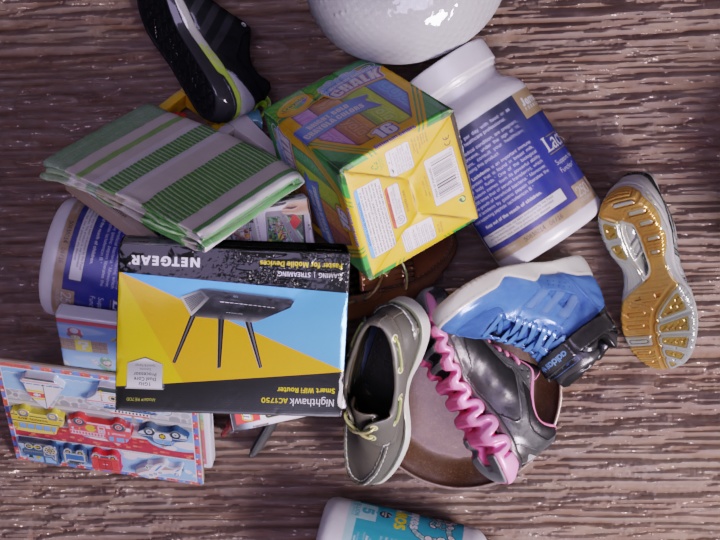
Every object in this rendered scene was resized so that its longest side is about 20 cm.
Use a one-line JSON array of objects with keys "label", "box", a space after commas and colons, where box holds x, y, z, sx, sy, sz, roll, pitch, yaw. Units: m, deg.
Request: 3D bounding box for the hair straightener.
[{"label": "hair straightener", "box": [-0.052, 0.110, 1.297, 0.077, 0.041, 0.200, 39, 92, 1]}]

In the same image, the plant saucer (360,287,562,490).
[{"label": "plant saucer", "box": [0.100, 0.116, 1.281, 0.199, 0.037, 0.202, 0, 94, 6]}]

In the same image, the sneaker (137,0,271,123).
[{"label": "sneaker", "box": [-0.153, -0.233, 1.275, 0.083, 0.072, 0.201, -22, 81, -32]}]

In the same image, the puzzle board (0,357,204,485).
[{"label": "puzzle board", "box": [-0.256, 0.154, 1.276, 0.199, 0.017, 0.151, 7, 135, 5]}]

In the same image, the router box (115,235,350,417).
[{"label": "router box", "box": [-0.112, 0.049, 1.132, 0.199, 0.051, 0.150, 2, 101, -5]}]

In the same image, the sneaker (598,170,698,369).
[{"label": "sneaker", "box": [0.286, -0.003, 1.241, 0.075, 0.088, 0.201, -4, 117, 25]}]

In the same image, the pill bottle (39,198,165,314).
[{"label": "pill bottle", "box": [-0.199, 0.005, 1.249, 0.199, 0.116, 0.116, 12, 95, 0]}]

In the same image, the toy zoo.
[{"label": "toy zoo", "box": [-0.167, -0.104, 1.241, 0.131, 0.021, 0.200, 35, 56, 16]}]

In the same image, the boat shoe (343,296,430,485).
[{"label": "boat shoe", "box": [0.012, 0.122, 1.221, 0.072, 0.060, 0.203, 27, 119, 29]}]

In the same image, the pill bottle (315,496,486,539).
[{"label": "pill bottle", "box": [0.053, 0.295, 1.259, 0.199, 0.111, 0.111, 12, 95, 3]}]

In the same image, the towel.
[{"label": "towel", "box": [-0.169, -0.088, 1.162, 0.199, 0.152, 0.023, 23, 131, 28]}]

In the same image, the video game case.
[{"label": "video game case", "box": [-0.216, 0.116, 1.255, 0.142, 0.017, 0.201, 8, 134, 5]}]

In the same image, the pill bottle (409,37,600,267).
[{"label": "pill bottle", "box": [0.130, -0.111, 1.223, 0.115, 0.116, 0.200, -33, 91, 6]}]

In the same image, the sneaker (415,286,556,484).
[{"label": "sneaker", "box": [0.121, 0.099, 1.235, 0.095, 0.079, 0.201, -27, 92, -16]}]

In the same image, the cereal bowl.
[{"label": "cereal bowl", "box": [0.036, -0.297, 1.195, 0.199, 0.083, 0.201, -5, 65, 11]}]

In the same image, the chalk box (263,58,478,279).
[{"label": "chalk box", "box": [-0.004, -0.107, 1.198, 0.123, 0.200, 0.125, -30, 127, -16]}]

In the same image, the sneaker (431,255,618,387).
[{"label": "sneaker", "box": [0.162, 0.056, 1.194, 0.077, 0.199, 0.112, -44, 65, 42]}]

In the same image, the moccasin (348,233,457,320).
[{"label": "moccasin", "box": [-0.001, -0.001, 1.246, 0.200, 0.078, 0.074, -17, 56, -6]}]

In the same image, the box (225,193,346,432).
[{"label": "box", "box": [-0.085, 0.038, 1.181, 0.109, 0.035, 0.201, -11, 100, -6]}]
